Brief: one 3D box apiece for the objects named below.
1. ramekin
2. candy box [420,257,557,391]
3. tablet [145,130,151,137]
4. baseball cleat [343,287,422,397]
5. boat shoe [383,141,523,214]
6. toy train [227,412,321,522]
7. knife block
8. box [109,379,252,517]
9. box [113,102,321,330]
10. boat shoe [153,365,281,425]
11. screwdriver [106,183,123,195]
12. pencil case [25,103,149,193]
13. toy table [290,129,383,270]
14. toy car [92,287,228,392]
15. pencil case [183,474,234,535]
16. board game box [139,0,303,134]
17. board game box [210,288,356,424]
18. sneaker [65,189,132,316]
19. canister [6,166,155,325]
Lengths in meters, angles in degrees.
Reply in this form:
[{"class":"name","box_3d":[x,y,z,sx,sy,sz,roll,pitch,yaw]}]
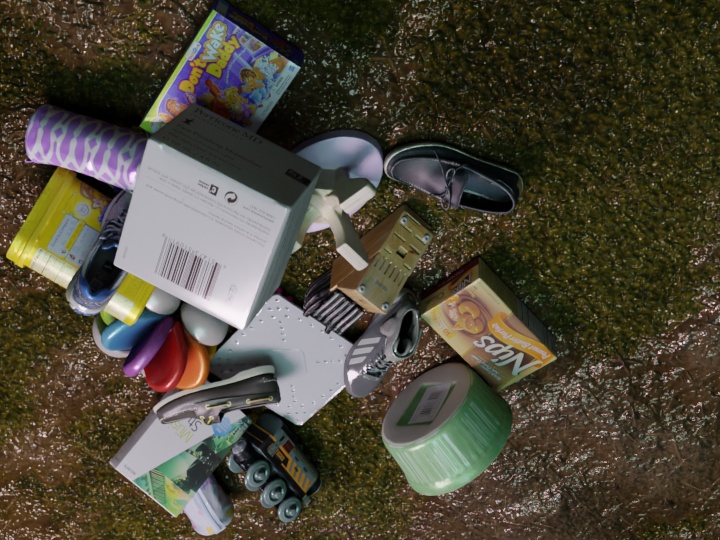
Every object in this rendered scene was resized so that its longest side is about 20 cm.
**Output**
[{"class":"ramekin","box_3d":[0.127,0.237,1.828,0.198,0.201,0.098,-29,114,25]},{"class":"candy box","box_3d":[0.194,0.085,1.786,0.115,0.056,0.200,-32,121,26]},{"class":"tablet","box_3d":[-0.221,-0.130,1.670,0.128,0.014,0.202,-4,128,7]},{"class":"baseball cleat","box_3d":[0.031,0.124,1.780,0.069,0.107,0.202,13,116,-20]},{"class":"boat shoe","box_3d":[0.128,-0.124,1.621,0.197,0.063,0.075,14,130,-6]},{"class":"toy train","box_3d":[-0.137,0.331,1.975,0.114,0.085,0.201,-47,128,-16]},{"class":"knife block","box_3d":[0.000,0.000,1.740,0.064,0.175,0.202,37,77,-25]},{"class":"box","box_3d":[-0.287,0.276,1.909,0.201,0.036,0.144,-51,119,-11]},{"class":"box","box_3d":[-0.182,-0.069,1.507,0.197,0.131,0.202,26,122,4]},{"class":"boat shoe","box_3d":[-0.222,0.206,1.837,0.198,0.061,0.072,-19,166,0]},{"class":"screwdriver","box_3d":[-0.364,-0.124,1.676,0.199,0.028,0.029,33,95,-21]},{"class":"pencil case","box_3d":[-0.352,-0.157,1.589,0.197,0.084,0.087,21,122,10]},{"class":"toy table","box_3d":[-0.054,-0.092,1.624,0.183,0.118,0.200,32,123,-21]},{"class":"toy car","box_3d":[-0.308,0.106,1.777,0.199,0.151,0.175,35,123,-22]},{"class":"pencil case","box_3d":[-0.286,0.363,2.021,0.083,0.090,0.202,-40,130,-21]},{"class":"board game box","box_3d":[-0.183,-0.236,1.552,0.133,0.045,0.201,30,121,-16]},{"class":"board game box","box_3d":[-0.113,0.138,1.870,0.199,0.026,0.200,34,123,-21]},{"class":"sneaker","box_3d":[-0.322,-0.033,1.591,0.076,0.202,0.085,28,161,-14]},{"class":"canister","box_3d":[-0.373,-0.032,1.664,0.198,0.150,0.086,31,164,-11]}]
